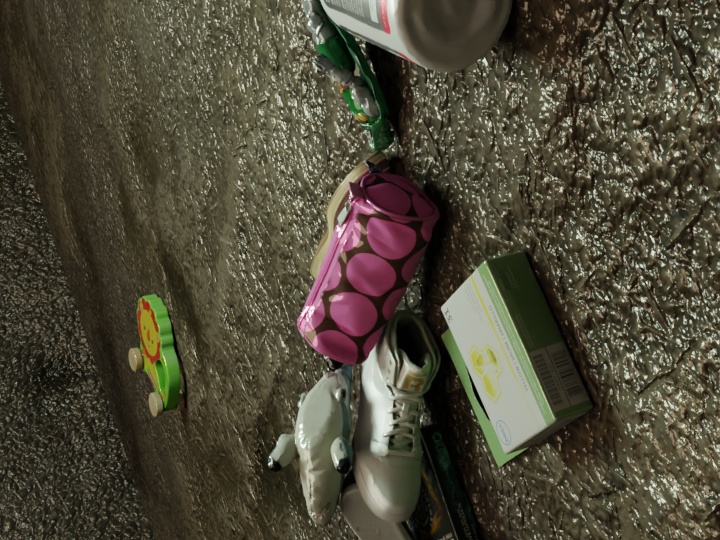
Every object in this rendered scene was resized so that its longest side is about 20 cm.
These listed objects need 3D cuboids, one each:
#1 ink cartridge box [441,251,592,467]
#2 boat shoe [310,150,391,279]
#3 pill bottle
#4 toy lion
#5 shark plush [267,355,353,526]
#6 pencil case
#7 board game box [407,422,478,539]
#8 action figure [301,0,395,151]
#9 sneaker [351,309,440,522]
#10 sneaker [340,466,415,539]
[{"bbox_3d":[0.118,0.091,1.000,0.147,0.047,0.200,67,153,17],"label":"ink cartridge box"},{"bbox_3d":[0.004,-0.040,1.172,0.072,0.072,0.201,41,139,15],"label":"boat shoe"},{"bbox_3d":[0.029,-0.240,0.921,0.200,0.109,0.112,39,139,53],"label":"pill bottle"},{"bbox_3d":[-0.404,0.158,2.236,0.201,0.068,0.193,57,144,36],"label":"toy lion"},{"bbox_3d":[-0.038,0.159,1.178,0.084,0.089,0.202,59,-155,-47],"label":"shark plush"},{"bbox_3d":[0.000,0.000,1.100,0.091,0.092,0.202,57,136,42],"label":"pencil case"},{"bbox_3d":[0.064,0.261,1.244,0.200,0.028,0.137,128,126,-62],"label":"board game box"},{"bbox_3d":[-0.021,-0.208,1.091,0.202,0.054,0.118,60,179,-8],"label":"action figure"},{"bbox_3d":[0.037,0.140,1.130,0.116,0.072,0.203,117,153,-55],"label":"sneaker"},{"bbox_3d":[0.029,0.275,1.228,0.100,0.070,0.202,-87,-20,-56],"label":"sneaker"}]
